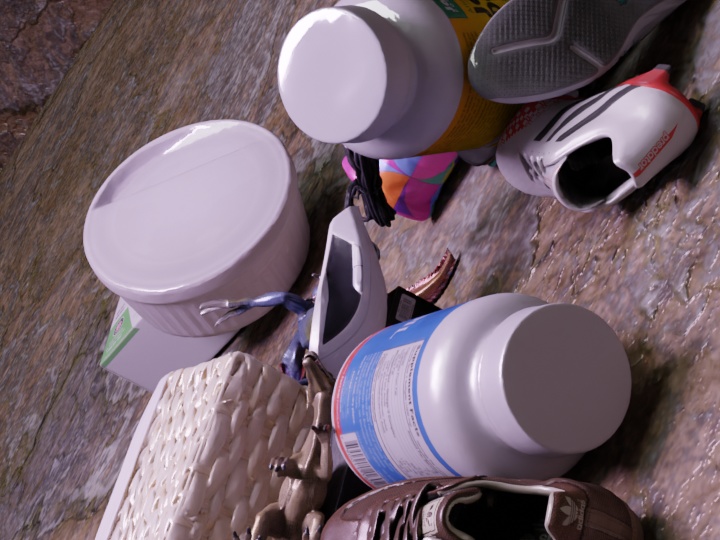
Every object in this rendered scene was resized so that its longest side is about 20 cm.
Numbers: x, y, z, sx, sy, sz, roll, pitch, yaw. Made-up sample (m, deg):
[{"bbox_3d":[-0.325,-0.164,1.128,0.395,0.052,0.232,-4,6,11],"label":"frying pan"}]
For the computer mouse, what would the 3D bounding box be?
[{"bbox_3d":[0.000,0.000,1.360,0.110,0.044,0.200,87,-171,-54],"label":"computer mouse"}]

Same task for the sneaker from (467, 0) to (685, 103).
[{"bbox_3d":[0.145,-0.154,1.304,0.200,0.070,0.080,-33,-9,-26],"label":"sneaker"}]

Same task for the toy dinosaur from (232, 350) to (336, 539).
[{"bbox_3d":[-0.040,0.155,1.270,0.101,0.058,0.200,-47,-25,-77],"label":"toy dinosaur"}]

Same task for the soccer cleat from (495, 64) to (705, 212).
[{"bbox_3d":[0.134,-0.070,1.276,0.085,0.069,0.200,-53,18,-24],"label":"soccer cleat"}]

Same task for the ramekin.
[{"bbox_3d":[-0.136,-0.031,1.803,0.202,0.094,0.203,-13,46,15],"label":"ramekin"}]

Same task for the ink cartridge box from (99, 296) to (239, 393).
[{"bbox_3d":[-0.166,0.001,1.973,0.145,0.087,0.200,-46,22,43],"label":"ink cartridge box"}]

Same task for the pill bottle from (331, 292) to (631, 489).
[{"bbox_3d":[0.070,0.073,1.177,0.200,0.112,0.112,-20,45,63],"label":"pill bottle"}]

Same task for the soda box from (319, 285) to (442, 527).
[{"bbox_3d":[0.011,0.115,1.356,0.071,0.063,0.200,-37,29,52],"label":"soda box"}]

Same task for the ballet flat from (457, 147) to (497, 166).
[{"bbox_3d":[0.116,-0.142,1.432,0.200,0.068,0.068,-45,20,42],"label":"ballet flat"}]

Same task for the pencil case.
[{"bbox_3d":[0.067,-0.136,1.544,0.200,0.088,0.088,-56,19,17],"label":"pencil case"}]

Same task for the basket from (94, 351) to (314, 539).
[{"bbox_3d":[-0.094,0.173,1.453,0.123,0.135,0.200,-27,39,54],"label":"basket"}]

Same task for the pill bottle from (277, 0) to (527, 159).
[{"bbox_3d":[0.037,-0.130,1.322,0.200,0.113,0.113,-12,-35,-55],"label":"pill bottle"}]

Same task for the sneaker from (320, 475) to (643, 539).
[{"bbox_3d":[0.049,0.132,1.084,0.200,0.076,0.071,-9,61,35],"label":"sneaker"}]

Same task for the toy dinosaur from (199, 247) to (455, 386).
[{"bbox_3d":[-0.018,0.057,1.560,0.181,0.200,0.105,60,-161,-86],"label":"toy dinosaur"}]
